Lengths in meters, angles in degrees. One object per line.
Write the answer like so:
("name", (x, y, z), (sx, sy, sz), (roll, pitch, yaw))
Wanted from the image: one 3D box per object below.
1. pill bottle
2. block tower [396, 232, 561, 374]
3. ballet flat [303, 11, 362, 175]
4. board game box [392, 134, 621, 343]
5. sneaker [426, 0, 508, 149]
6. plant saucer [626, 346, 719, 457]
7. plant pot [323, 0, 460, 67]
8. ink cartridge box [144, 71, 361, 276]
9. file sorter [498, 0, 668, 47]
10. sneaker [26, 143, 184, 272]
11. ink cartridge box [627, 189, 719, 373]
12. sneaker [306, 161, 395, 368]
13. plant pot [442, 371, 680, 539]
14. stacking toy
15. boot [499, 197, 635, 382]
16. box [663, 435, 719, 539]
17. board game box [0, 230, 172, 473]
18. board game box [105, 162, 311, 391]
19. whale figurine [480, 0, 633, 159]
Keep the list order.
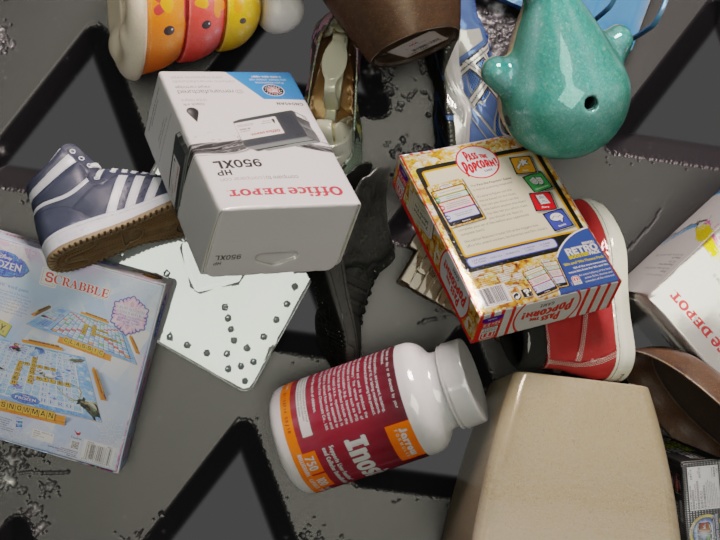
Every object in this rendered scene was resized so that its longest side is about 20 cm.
("pill bottle", (0.019, 0.139, 1.164), (0.198, 0.113, 0.114), (-21, 91, 13))
("block tower", (0.129, 0.034, 1.221), (0.199, 0.054, 0.058), (32, 87, -2))
("ballet flat", (-0.030, -0.169, 1.204), (0.068, 0.071, 0.202), (4, 90, 3))
("board game box", (0.137, -0.039, 1.139), (0.150, 0.047, 0.201), (-12, 56, -18))
("sneaker", (0.113, -0.208, 1.217), (0.076, 0.076, 0.202), (-6, 101, -10))
("plant saucer", (0.343, 0.143, 1.162), (0.034, 0.200, 0.201), (-42, 92, -9))
("plant pot", (0.023, -0.308, 1.139), (0.185, 0.187, 0.202), (-18, 84, -3))
("ink cartridge box", (-0.105, -0.096, 1.119), (0.143, 0.085, 0.201), (-5, 48, -28))
("file sorter", (0.221, -0.333, 1.194), (0.198, 0.123, 0.140), (21, 88, -3))
("sneaker", (-0.231, -0.080, 1.168), (0.198, 0.070, 0.109), (-20, 65, -21))
("ink cartridge box", (0.383, 0.012, 1.190), (0.200, 0.145, 0.147), (-42, 92, -3))
("sneaker", (-0.002, 0.000, 1.205), (0.104, 0.060, 0.202), (-26, 116, -30))
("plant pot", (0.197, 0.199, 1.164), (0.197, 0.200, 0.179), (6, 80, -3))
("stacking toy", (-0.151, -0.268, 1.185), (0.198, 0.146, 0.148), (-6, 90, -20))
("boot", (0.190, 0.008, 1.175), (0.143, 0.073, 0.202), (8, 59, -18))
("box", (0.321, 0.277, 1.180), (0.044, 0.160, 0.202), (-4, 91, -5))
("board game box", (-0.309, 0.079, 1.185), (0.198, 0.041, 0.202), (16, 97, -1))
("board game box", (-0.152, -0.010, 1.219), (0.199, 0.026, 0.201), (30, 89, -2))
("whale figurine", (0.193, -0.203, 1.120), (0.157, 0.104, 0.202), (-14, 112, -10))
